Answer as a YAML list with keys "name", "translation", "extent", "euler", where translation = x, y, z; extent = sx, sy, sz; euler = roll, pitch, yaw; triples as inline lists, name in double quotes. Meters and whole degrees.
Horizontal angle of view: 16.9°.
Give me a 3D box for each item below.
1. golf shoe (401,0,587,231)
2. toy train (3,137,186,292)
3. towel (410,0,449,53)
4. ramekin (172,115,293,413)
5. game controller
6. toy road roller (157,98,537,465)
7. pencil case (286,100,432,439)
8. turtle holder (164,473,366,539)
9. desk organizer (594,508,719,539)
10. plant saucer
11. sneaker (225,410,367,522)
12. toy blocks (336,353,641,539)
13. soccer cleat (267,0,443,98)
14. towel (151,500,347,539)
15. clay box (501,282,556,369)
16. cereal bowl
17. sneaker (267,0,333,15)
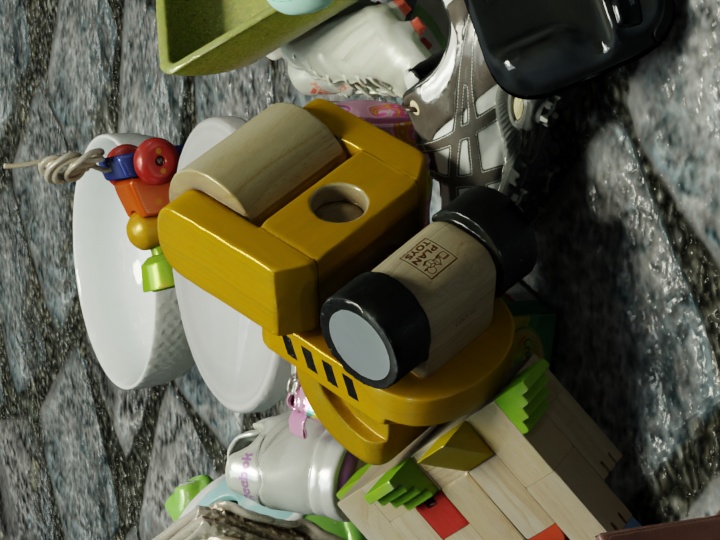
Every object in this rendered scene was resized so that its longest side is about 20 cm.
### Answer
- name: "golf shoe"
  translation: [0.064, -0.075, 1.350]
  extent: [0.094, 0.078, 0.201]
  euler: [27, 121, 17]
- name: "toy train"
  translation: [-0.153, -0.036, 1.743]
  extent: [0.085, 0.199, 0.116]
  euler: [-4, 97, 66]
- name: "towel"
  translation: [0.070, -0.155, 1.418]
  extent: [0.153, 0.023, 0.201]
  euler: [-119, 33, -41]
- name: "ramekin"
  translation: [-0.052, -0.007, 1.645]
  extent: [0.202, 0.094, 0.203]
  euler: [174, 90, -67]
- name: "game controller"
  translation: [0.093, -0.189, 1.278]
  extent: [0.104, 0.042, 0.201]
  euler: [-26, 65, 22]
- name: "toy road roller"
  translation: [-0.007, 0.015, 1.328]
  extent: [0.200, 0.123, 0.146]
  euler: [33, 142, 27]
- name: "pencil case"
  translation: [0.000, 0.000, 1.430]
  extent: [0.087, 0.087, 0.201]
  euler: [-154, 66, -63]
- name: "turtle holder"
  translation: [-0.067, 0.187, 1.679]
  extent: [0.141, 0.131, 0.186]
  euler: [109, 146, -45]
- name: "desk organizer"
  translation: [0.177, 0.224, 1.201]
  extent: [0.072, 0.077, 0.201]
  euler: [113, 143, -48]
- name: "plant saucer"
  translation: [-0.032, -0.213, 1.461]
  extent: [0.199, 0.048, 0.200]
  euler: [-29, 41, 19]
- name: "sneaker"
  translation: [-0.027, 0.105, 1.535]
  extent: [0.200, 0.099, 0.075]
  euler: [-31, -58, -75]
- name: "toy blocks"
  translation: [0.084, 0.141, 1.357]
  extent: [0.137, 0.100, 0.200]
  euler: [49, 135, -4]
- name: "soccer cleat"
  translation: [-0.002, -0.129, 1.456]
  extent: [0.069, 0.078, 0.200]
  euler: [47, 178, -29]
- name: "towel"
  translation: [-0.043, 0.203, 1.539]
  extent: [0.132, 0.199, 0.035]
  euler: [-36, 37, 49]
- name: "clay box"
  translation: [0.064, 0.097, 1.463]
  extent: [0.115, 0.047, 0.201]
  euler: [-136, 45, -56]
- name: "cereal bowl"
  translation: [-0.157, -0.010, 1.897]
  extent: [0.200, 0.083, 0.201]
  euler: [173, 90, -67]
- name: "sneaker"
  translation: [-0.020, -0.252, 1.333]
  extent: [0.078, 0.140, 0.200]
  euler: [12, 64, 44]
